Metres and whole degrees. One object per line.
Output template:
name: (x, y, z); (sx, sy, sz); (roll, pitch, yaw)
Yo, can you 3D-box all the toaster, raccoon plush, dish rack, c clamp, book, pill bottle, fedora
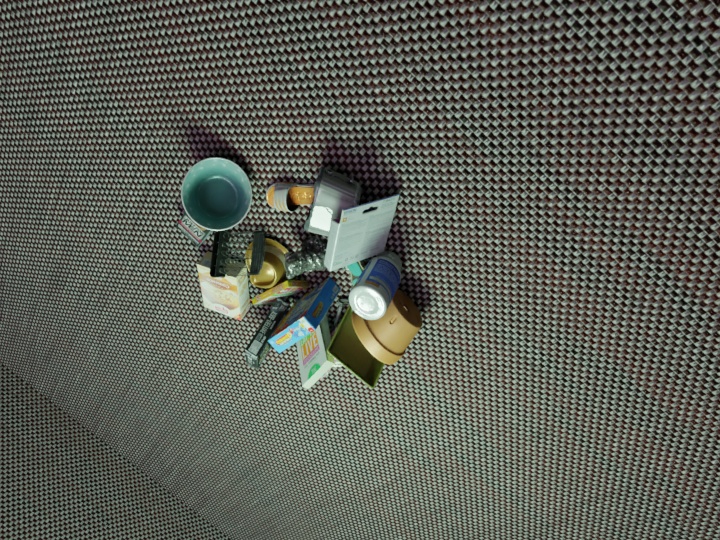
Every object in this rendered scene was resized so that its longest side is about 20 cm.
toaster: (-0.075, -0.168, 1.475); (0.126, 0.115, 0.204); (16, 122, -5)
raccoon plush: (-0.129, -0.023, 1.605); (0.195, 0.135, 0.099); (9, 127, 19)
dish rack: (-0.377, -0.054, 1.695); (0.196, 0.054, 0.158); (-2, 79, 34)
c clamp: (-0.052, 0.158, 1.773); (0.168, 0.027, 0.202); (29, 131, 4)
book: (-0.146, 0.251, 1.727); (0.047, 0.203, 0.134); (27, 119, -33)
pill bottle: (0.050, 0.033, 1.517); (0.109, 0.201, 0.115); (12, 127, 17)
fedora: (-0.296, -0.003, 1.733); (0.195, 0.082, 0.205); (13, 128, 17)

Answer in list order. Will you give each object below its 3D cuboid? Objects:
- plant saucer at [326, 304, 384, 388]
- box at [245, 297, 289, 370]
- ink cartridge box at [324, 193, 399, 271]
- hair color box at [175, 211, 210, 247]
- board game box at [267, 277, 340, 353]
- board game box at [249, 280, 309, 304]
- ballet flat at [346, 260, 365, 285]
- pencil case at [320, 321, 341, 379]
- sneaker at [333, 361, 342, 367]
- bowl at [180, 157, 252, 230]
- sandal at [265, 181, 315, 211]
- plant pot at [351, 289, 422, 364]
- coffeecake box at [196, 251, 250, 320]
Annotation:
plant saucer: (-0.003, 0.225, 1.682); (0.199, 0.203, 0.047); (41, 146, -18)
box: (-0.304, 0.210, 1.787); (0.049, 0.203, 0.159); (27, 153, 3)
ink cartridge box: (0.002, -0.110, 1.451); (0.043, 0.193, 0.204); (44, 137, 33)
hair color box: (-0.492, -0.174, 1.718); (0.099, 0.061, 0.199); (43, 130, -9)
board game box: (-0.173, 0.138, 1.702); (0.056, 0.201, 0.194); (46, 129, -13)
board game box: (-0.266, 0.075, 1.774); (0.197, 0.094, 0.031); (-22, 75, 37)
ballet flat: (0.000, 0.000, 1.609); (0.065, 0.064, 0.202); (-1, 141, 16)
pencil case: (-0.094, 0.259, 1.762); (0.087, 0.088, 0.201); (39, 108, -7)
sneaker: (-0.119, 0.258, 1.840); (0.195, 0.079, 0.083); (22, 136, 8)
bowl: (-0.413, -0.216, 1.587); (0.200, 0.202, 0.105); (43, 172, -10)
sandal: (-0.191, -0.207, 1.551); (0.201, 0.060, 0.081); (0, 123, 25)
plant pot: (0.090, 0.151, 1.605); (0.139, 0.201, 0.200); (-40, 102, 24)
coffeecake box: (-0.460, 0.054, 1.851); (0.150, 0.074, 0.204); (17, 134, 13)
